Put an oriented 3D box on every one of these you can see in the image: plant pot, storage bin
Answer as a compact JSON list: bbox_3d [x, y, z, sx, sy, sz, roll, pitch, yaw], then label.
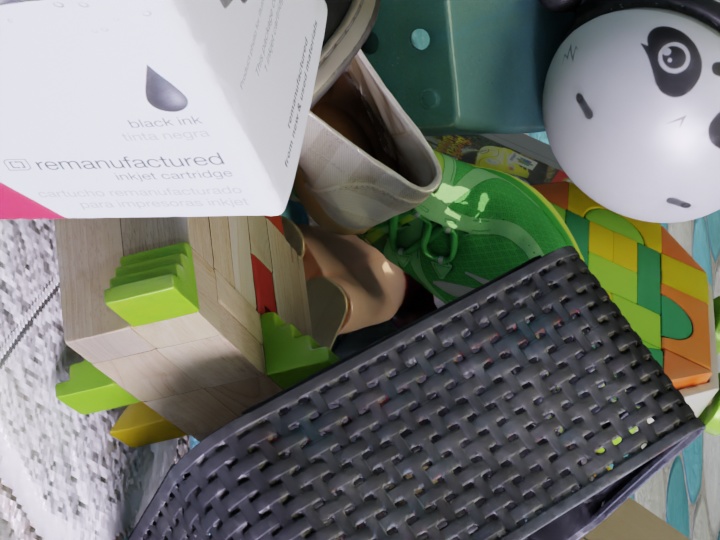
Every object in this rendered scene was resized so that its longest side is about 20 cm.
[{"bbox_3d":[0.043,-0.138,1.060,0.200,0.141,0.141,-31,117,-63],"label":"plant pot"},{"bbox_3d":[0.019,0.088,0.779,0.094,0.200,0.135,54,-32,14],"label":"storage bin"}]

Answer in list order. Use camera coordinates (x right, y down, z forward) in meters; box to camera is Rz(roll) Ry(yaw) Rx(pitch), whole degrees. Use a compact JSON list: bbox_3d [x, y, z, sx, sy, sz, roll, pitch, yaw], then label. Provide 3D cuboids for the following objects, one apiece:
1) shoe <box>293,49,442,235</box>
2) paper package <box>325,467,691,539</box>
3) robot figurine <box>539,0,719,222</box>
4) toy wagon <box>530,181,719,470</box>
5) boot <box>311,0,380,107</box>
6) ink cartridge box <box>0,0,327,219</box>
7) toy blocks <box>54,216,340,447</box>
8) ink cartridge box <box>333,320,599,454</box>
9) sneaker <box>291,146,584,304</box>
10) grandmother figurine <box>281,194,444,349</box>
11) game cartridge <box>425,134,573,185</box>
[{"bbox_3d":[-0.034,-0.103,0.812,0.070,0.053,0.200,-47,112,-29],"label":"shoe"},{"bbox_3d":[0.062,0.160,0.942,0.103,0.200,0.191,-55,180,25],"label":"paper package"},{"bbox_3d":[0.174,-0.113,1.032,0.200,0.150,0.125,-54,148,-42],"label":"robot figurine"},{"bbox_3d":[0.121,0.030,0.999,0.200,0.155,0.040,-79,-165,-55],"label":"toy wagon"},{"bbox_3d":[-0.060,-0.141,0.725,0.151,0.073,0.200,40,48,-20],"label":"boot"},{"bbox_3d":[-0.108,-0.099,0.527,0.200,0.145,0.083,63,32,-55],"label":"ink cartridge box"},{"bbox_3d":[-0.068,-0.017,0.774,0.200,0.100,0.137,50,29,-65],"label":"toy blocks"},{"bbox_3d":[0.082,0.052,1.138,0.200,0.146,0.083,-46,132,-67],"label":"ink cartridge box"},{"bbox_3d":[0.013,-0.034,0.911,0.074,0.200,0.084,-54,175,24],"label":"sneaker"},{"bbox_3d":[0.000,0.000,0.993,0.121,0.061,0.200,62,21,10],"label":"grandmother figurine"},{"bbox_3d":[0.078,-0.045,1.169,0.200,0.133,0.041,-51,160,-68],"label":"game cartridge"}]
